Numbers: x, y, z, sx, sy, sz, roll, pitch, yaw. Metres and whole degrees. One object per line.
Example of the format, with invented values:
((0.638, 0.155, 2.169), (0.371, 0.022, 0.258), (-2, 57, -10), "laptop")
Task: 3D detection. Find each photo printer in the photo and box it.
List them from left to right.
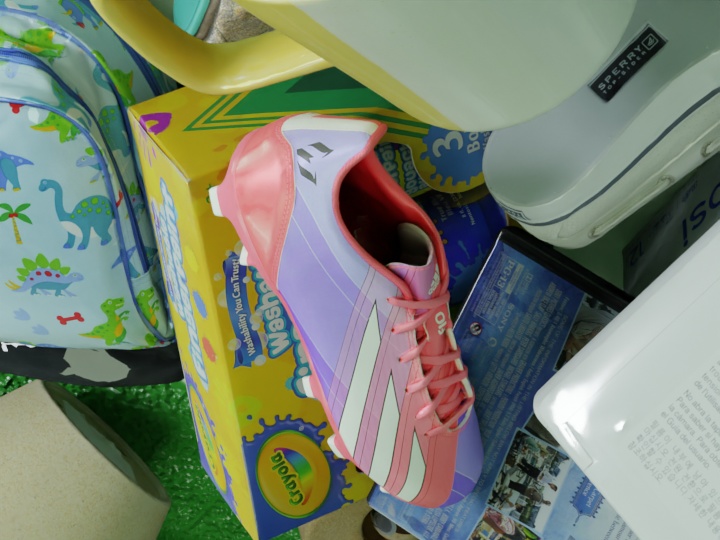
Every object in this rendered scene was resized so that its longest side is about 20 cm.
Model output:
((0.189, 0.045, 0.837), (0.200, 0.069, 0.167), (-45, 73, 15), "photo printer")

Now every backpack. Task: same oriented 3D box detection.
((-0.148, -0.046, 0.979), (0.162, 0.154, 0.201), (9, 115, 14), "backpack")

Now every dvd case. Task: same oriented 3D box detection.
((0.112, 0.091, 0.924), (0.199, 0.018, 0.143), (32, 107, 21), "dvd case")

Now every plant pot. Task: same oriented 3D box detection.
((-0.197, 0.158, 1.099), (0.200, 0.187, 0.187), (-46, 112, 1), "plant pot")

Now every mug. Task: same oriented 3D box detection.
((0.014, -0.129, 0.785), (0.186, 0.150, 0.153), (14, 165, 34), "mug")

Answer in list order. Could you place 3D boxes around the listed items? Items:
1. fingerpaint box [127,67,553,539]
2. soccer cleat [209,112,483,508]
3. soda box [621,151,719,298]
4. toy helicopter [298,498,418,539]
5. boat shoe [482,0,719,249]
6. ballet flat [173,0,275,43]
((0.000, 0.000, 0.966), (0.166, 0.073, 0.201), (-21, 128, -18), "fingerpaint box")
((0.012, 0.022, 0.874), (0.076, 0.067, 0.201), (-7, 127, 34), "soccer cleat")
((0.198, -0.035, 0.955), (0.063, 0.068, 0.200), (28, 126, -17), "soda box")
((0.060, 0.097, 1.079), (0.199, 0.079, 0.133), (-24, 131, 9), "toy helicopter")
((0.143, -0.083, 0.914), (0.200, 0.071, 0.070), (-43, 143, 4), "boat shoe")
((-0.021, -0.172, 0.905), (0.067, 0.068, 0.201), (7, 135, -20), "ballet flat")
